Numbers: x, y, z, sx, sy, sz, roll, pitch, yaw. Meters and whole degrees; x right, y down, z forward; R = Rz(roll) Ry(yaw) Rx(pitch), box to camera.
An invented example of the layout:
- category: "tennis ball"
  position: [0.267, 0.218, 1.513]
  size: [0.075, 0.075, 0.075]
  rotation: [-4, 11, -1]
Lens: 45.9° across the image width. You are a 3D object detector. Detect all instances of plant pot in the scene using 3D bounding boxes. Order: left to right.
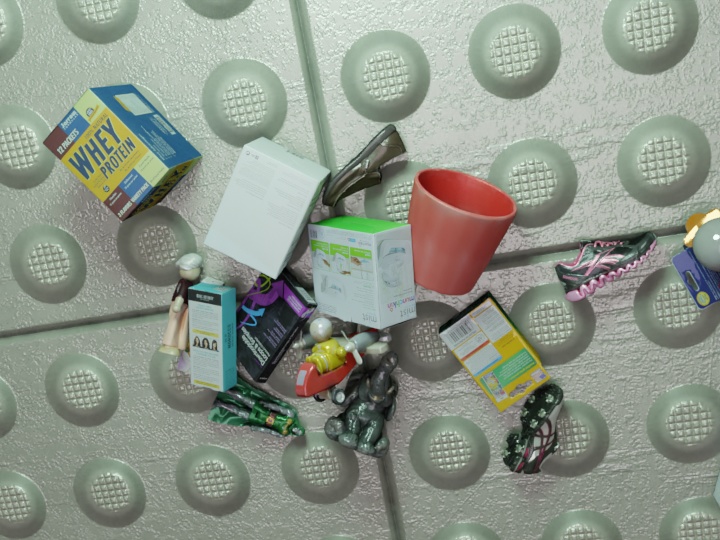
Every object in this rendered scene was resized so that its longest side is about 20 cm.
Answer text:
- category: "plant pot"
  position: [0.167, -0.065, 1.550]
  size: [0.199, 0.201, 0.179]
  rotation: [17, 117, 2]

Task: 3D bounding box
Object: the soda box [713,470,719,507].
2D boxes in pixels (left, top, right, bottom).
- category: "soda box"
  position: [0.745, 0.368, 1.642]
  size: [0.063, 0.068, 0.202]
  rotation: [10, 105, 4]

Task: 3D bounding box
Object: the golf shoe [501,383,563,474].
- category: "golf shoe"
  position: [0.358, 0.315, 1.685]
  size: [0.087, 0.077, 0.201]
  rotation: [19, 109, -19]

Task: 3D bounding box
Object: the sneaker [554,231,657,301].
- category: "sneaker"
  position: [0.452, -0.026, 1.582]
  size: [0.199, 0.079, 0.096]
  rotation: [-32, 87, 12]

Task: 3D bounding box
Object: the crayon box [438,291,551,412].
- category: "crayon box"
  position: [0.261, 0.159, 1.658]
  size: [0.125, 0.052, 0.200]
  rotation: [-37, 96, 14]

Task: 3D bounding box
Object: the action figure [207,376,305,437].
- category: "action figure"
  position: [-0.205, 0.295, 1.751]
  size: [0.199, 0.055, 0.119]
  rotation: [22, 103, -3]

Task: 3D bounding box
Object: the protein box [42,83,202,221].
- category: "protein box"
  position: [-0.431, -0.223, 1.569]
  size: [0.199, 0.200, 0.135]
  rotation: [45, 105, -5]

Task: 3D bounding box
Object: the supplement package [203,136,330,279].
- category: "supplement package"
  position: [-0.171, -0.120, 1.589]
  size: [0.151, 0.151, 0.201]
  rotation: [26, 106, -1]

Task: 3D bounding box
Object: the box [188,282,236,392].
- category: "box"
  position: [-0.289, 0.130, 1.666]
  size: [0.082, 0.049, 0.202]
  rotation: [9, 106, 26]

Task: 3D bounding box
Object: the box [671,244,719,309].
- category: "box"
  position: [0.685, -0.027, 1.568]
  size: [0.199, 0.032, 0.122]
  rotation: [-31, 98, 12]

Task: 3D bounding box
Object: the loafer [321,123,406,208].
- category: "loafer"
  position: [0.008, -0.182, 1.590]
  size: [0.071, 0.073, 0.200]
  rotation: [45, 105, -4]

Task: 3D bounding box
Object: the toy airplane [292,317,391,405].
- category: "toy airplane"
  position: [-0.039, 0.141, 1.615]
  size: [0.199, 0.200, 0.142]
  rotation: [-29, 112, 13]

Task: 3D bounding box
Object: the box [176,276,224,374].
- category: "box"
  position: [-0.325, 0.113, 1.724]
  size: [0.038, 0.041, 0.202]
  rotation: [19, 105, 2]

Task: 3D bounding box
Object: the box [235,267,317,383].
- category: "box"
  position: [-0.182, 0.099, 1.665]
  size: [0.143, 0.036, 0.201]
  rotation: [46, 111, 34]

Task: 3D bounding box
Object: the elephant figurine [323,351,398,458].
- category: "elephant figurine"
  position: [0.024, 0.256, 1.674]
  size: [0.141, 0.154, 0.202]
  rotation: [27, 81, -43]

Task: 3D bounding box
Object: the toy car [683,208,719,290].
- category: "toy car"
  position: [0.666, -0.043, 1.489]
  size: [0.177, 0.184, 0.200]
  rotation: [-49, 65, 15]

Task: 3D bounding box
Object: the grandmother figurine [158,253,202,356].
- category: "grandmother figurine"
  position: [-0.353, 0.064, 1.681]
  size: [0.060, 0.121, 0.202]
  rotation: [15, 86, -20]

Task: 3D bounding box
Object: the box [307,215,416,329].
- category: "box"
  position: [0.000, 0.000, 1.571]
  size: [0.199, 0.096, 0.178]
  rotation: [11, 111, 50]
